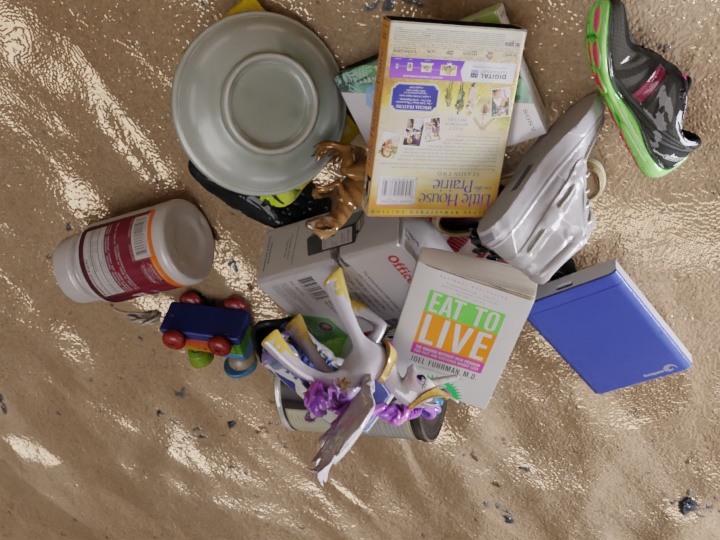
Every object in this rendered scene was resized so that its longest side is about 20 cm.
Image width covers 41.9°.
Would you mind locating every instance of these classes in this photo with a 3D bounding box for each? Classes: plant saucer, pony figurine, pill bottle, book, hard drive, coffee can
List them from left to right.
[{"bbox_3d":[-0.305,-0.020,1.258,0.199,0.114,0.115,-12,122,28],"label":"pill bottle"},{"bbox_3d":[-0.102,-0.179,1.017,0.200,0.200,0.050,51,169,-21],"label":"plant saucer"},{"bbox_3d":[-0.014,0.128,1.044,0.200,0.193,0.167,45,170,7],"label":"pony figurine"},{"bbox_3d":[0.004,0.148,1.254,0.199,0.147,0.147,0,127,20],"label":"coffee can"},{"bbox_3d":[0.109,0.068,1.076,0.133,0.048,0.201,16,134,2],"label":"book"},{"bbox_3d":[0.296,0.074,1.138,0.132,0.025,0.200,-23,129,33],"label":"hard drive"}]

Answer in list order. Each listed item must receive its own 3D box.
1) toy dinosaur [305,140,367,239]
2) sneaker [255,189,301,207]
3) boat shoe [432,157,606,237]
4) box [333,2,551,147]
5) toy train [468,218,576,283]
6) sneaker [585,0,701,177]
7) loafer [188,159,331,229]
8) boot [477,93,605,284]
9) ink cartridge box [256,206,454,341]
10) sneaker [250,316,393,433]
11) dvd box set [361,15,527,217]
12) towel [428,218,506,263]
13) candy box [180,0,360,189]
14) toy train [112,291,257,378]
[{"bbox_3d":[0.009,-0.110,1.031,0.106,0.200,0.060,41,168,23],"label":"toy dinosaur"},{"bbox_3d":[-0.134,-0.168,1.105,0.074,0.084,0.200,-14,118,52],"label":"sneaker"},{"bbox_3d":[0.176,-0.074,1.050,0.199,0.066,0.074,-15,110,16],"label":"boat shoe"},{"bbox_3d":[0.088,-0.186,1.025,0.199,0.036,0.145,-18,114,26],"label":"box"},{"bbox_3d":[0.188,-0.019,1.061,0.046,0.034,0.199,-19,155,37],"label":"toy train"},{"bbox_3d":[0.285,-0.191,0.947,0.083,0.077,0.200,-26,118,14],"label":"sneaker"},{"bbox_3d":[-0.121,-0.095,1.172,0.200,0.068,0.070,28,170,-14],"label":"loafer"},{"bbox_3d":[0.213,-0.083,0.988,0.095,0.200,0.074,40,172,-14],"label":"boot"},{"bbox_3d":[0.000,0.000,1.128,0.199,0.084,0.146,-15,139,28],"label":"ink cartridge box"},{"bbox_3d":[-0.064,0.119,1.139,0.199,0.081,0.115,30,171,24],"label":"sneaker"},{"bbox_3d":[0.082,-0.151,0.956,0.145,0.029,0.201,-1,115,-16],"label":"dvd box set"},{"bbox_3d":[0.126,-0.064,1.126,0.199,0.023,0.144,31,130,-5],"label":"towel"},{"bbox_3d":[-0.097,-0.199,1.058,0.200,0.102,0.026,49,166,-20],"label":"candy box"},{"bbox_3d":[-0.248,0.097,1.358,0.199,0.085,0.116,6,141,16],"label":"toy train"}]
